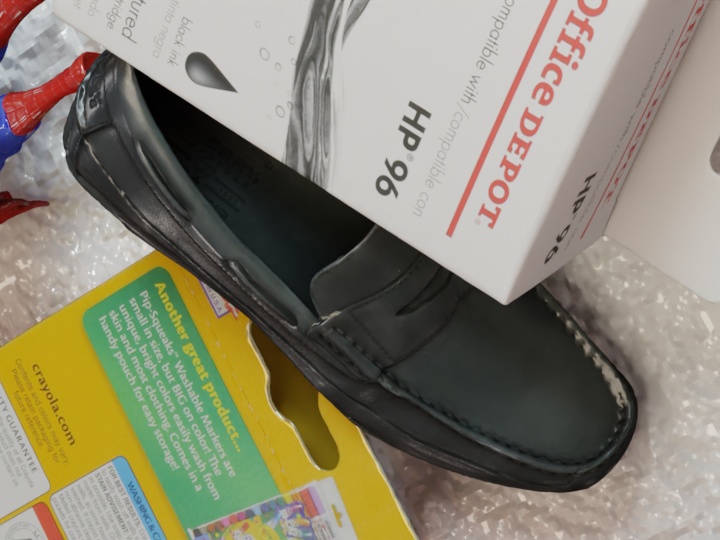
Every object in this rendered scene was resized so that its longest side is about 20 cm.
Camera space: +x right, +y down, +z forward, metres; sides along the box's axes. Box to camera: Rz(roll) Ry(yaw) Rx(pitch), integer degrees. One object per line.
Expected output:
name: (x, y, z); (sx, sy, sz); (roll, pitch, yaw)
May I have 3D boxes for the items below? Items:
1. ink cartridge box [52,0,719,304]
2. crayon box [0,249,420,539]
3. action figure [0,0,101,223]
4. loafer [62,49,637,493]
ink cartridge box: (0.026, -0.075, 0.710); (0.200, 0.068, 0.116); (32, 121, 16)
crayon box: (-0.069, 0.070, 0.885); (0.200, 0.052, 0.126); (-30, 84, 33)
action figure: (-0.147, -0.043, 0.911); (0.200, 0.052, 0.065); (-29, 79, 38)
loafer: (0.000, 0.000, 0.783); (0.201, 0.068, 0.070); (35, 160, -6)
